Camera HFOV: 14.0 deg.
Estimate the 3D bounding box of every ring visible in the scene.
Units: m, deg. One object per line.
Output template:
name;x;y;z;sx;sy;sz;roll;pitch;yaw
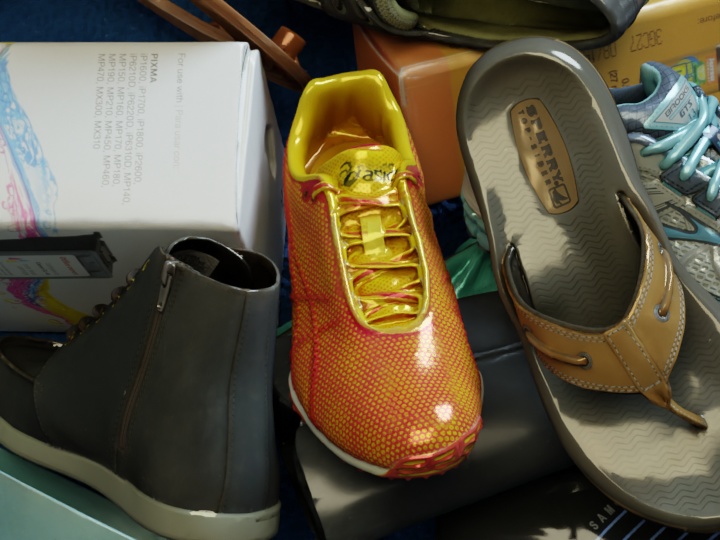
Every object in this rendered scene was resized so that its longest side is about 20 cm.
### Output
ring;-0.100;-0.136;1.220;0.200;0.200;0.019;34;87;16

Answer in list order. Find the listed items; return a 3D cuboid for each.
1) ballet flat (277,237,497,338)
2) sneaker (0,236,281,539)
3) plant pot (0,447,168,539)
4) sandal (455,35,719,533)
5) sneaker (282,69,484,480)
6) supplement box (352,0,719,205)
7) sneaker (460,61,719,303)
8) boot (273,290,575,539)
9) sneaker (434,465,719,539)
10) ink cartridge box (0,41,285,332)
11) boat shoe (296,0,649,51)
ballet flat;0.044;0.023;1.217;0.200;0.067;0.070;-29;68;-7
sneaker;-0.086;0.031;1.168;0.075;0.200;0.107;0;103;-35
plant pot;-0.127;0.166;1.116;0.200;0.201;0.161;26;86;13
sandal;0.091;0.004;1.075;0.082;0.055;0.201;-22;83;10
sneaker;0.000;0.000;1.117;0.073;0.077;0.200;-11;43;-7
supplement box;0.101;-0.091;1.230;0.199;0.067;0.069;-14;31;-12
sneaker;0.126;-0.029;1.124;0.200;0.087;0.078;15;42;25
boot;0.075;0.069;1.129;0.199;0.066;0.165;-12;41;-12
sneaker;0.129;0.111;1.177;0.199;0.070;0.078;10;71;7
ink cartridge box;-0.137;-0.032;1.211;0.199;0.148;0.086;2;72;6
boat shoe;0.019;-0.128;1.172;0.200;0.072;0.066;10;34;13
